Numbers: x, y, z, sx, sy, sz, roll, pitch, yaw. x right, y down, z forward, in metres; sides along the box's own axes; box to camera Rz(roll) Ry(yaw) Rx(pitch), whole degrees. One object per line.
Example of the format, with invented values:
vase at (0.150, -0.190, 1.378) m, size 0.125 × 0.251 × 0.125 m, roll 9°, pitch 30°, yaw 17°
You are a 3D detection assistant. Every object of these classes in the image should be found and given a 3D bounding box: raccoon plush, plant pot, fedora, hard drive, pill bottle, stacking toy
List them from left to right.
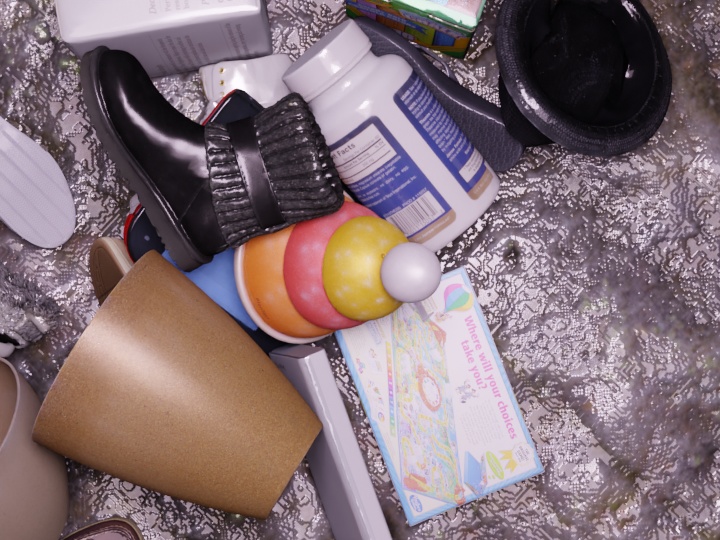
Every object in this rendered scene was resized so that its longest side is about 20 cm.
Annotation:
plant pot at (-0.333, 0.195, 1.478) m, size 0.200 × 0.200 × 0.135 m, roll -41°, pitch 124°, yaw -2°
raccoon plush at (-0.331, -0.016, 1.493) m, size 0.133 × 0.097 × 0.201 m, roll 3°, pitch 120°, yaw -4°
plant pot at (-0.137, 0.113, 1.405) m, size 0.199 × 0.186 × 0.187 m, roll 31°, pitch 88°, yaw 1°
hard drive at (-0.023, 0.164, 1.481) m, size 0.027 × 0.132 × 0.201 m, roll -20°, pitch 95°, yaw -15°
stacking toy at (0.000, 0.000, 1.426) m, size 0.145 × 0.199 × 0.147 m, roll -6°, pitch 100°, yaw -37°
pill bottle at (0.023, -0.118, 1.493) m, size 0.111 × 0.111 × 0.200 m, roll -40°, pitch 103°, yaw -2°
fedora at (0.182, -0.174, 1.507) m, size 0.199 × 0.092 × 0.202 m, roll 12°, pitch 62°, yaw -24°

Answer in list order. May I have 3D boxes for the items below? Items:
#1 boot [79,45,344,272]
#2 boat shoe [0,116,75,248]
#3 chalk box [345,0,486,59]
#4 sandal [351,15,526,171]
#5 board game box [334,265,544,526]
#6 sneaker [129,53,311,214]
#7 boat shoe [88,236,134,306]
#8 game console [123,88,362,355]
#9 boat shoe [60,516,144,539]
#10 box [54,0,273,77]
boot at (-0.120, -0.116, 1.395) m, size 0.157 × 0.080 × 0.212 m, roll -25°, pitch 105°, yaw 17°
boat shoe at (-0.333, -0.106, 1.535) m, size 0.072 × 0.071 × 0.200 m, roll -42°, pitch 109°, yaw -14°
chalk box at (0.060, -0.276, 1.475) m, size 0.123 × 0.200 × 0.126 m, roll 20°, pitch 87°, yaw 1°
sandal at (0.064, -0.161, 1.546) m, size 0.200 × 0.076 × 0.043 m, roll 36°, pitch 44°, yaw -3°
board game box at (0.069, 0.114, 1.544) m, size 0.134 × 0.034 × 0.201 m, roll -21°, pitch 88°, yaw -1°
sneaker at (-0.136, -0.124, 1.538) m, size 0.199 × 0.074 × 0.116 m, roll -26°, pitch 86°, yaw -11°
boat shoe at (-0.173, 0.050, 1.535) m, size 0.065 × 0.072 × 0.200 m, roll -32°, pitch 82°, yaw -37°
game console at (-0.095, -0.037, 1.505) m, size 0.200 × 0.031 × 0.177 m, roll 39°, pitch 92°, yaw -29°
boat shoe at (-0.283, 0.291, 1.516) m, size 0.199 × 0.072 × 0.072 m, roll -29°, pitch 88°, yaw -1°
box at (-0.177, -0.285, 1.476) m, size 0.170 × 0.199 × 0.202 m, roll -10°, pitch 86°, yaw 0°
